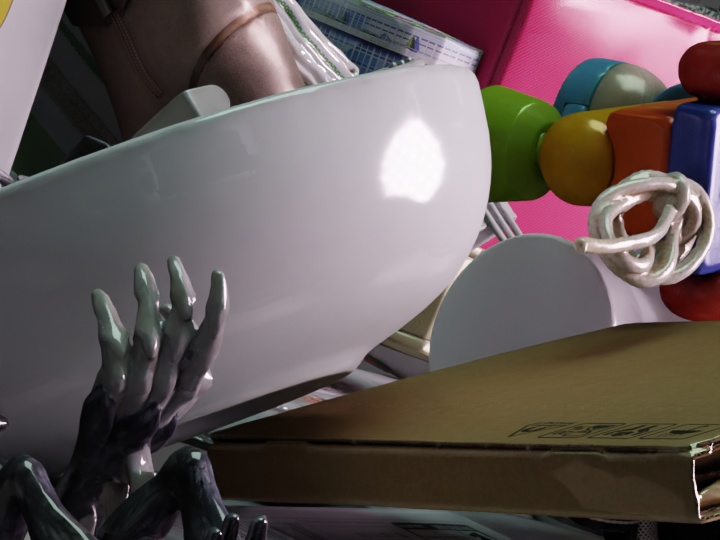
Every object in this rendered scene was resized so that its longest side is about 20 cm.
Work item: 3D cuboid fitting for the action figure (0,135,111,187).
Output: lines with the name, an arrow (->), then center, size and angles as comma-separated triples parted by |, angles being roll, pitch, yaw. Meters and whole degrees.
action figure -> -0.083, -0.006, 1.159 | 0.130, 0.069, 0.200 | 12, -2, 26

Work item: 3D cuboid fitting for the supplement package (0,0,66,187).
supplement package -> -0.212, -0.130, 1.207 | 0.152, 0.200, 0.151 | 16, 7, -27

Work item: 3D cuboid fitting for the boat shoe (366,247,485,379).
boat shoe -> 0.066, 0.033, 1.235 | 0.200, 0.075, 0.068 | 32, -7, 3

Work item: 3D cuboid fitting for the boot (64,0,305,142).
boot -> -0.085, -0.081, 1.254 | 0.146, 0.070, 0.200 | 54, -32, -5

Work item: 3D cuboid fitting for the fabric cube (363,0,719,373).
fabric cube -> 0.092, -0.043, 1.427 | 0.200, 0.199, 0.196 | 17, 8, -24

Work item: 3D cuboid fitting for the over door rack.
over door rack -> 0.000, 0.000, 1.094 | 0.148, 0.067, 0.200 | 57, 26, 8

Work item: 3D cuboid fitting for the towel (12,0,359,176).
towel -> -0.109, -0.101, 1.318 | 0.200, 0.031, 0.149 | -20, -65, 44

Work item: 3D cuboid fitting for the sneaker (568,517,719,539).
sneaker -> 0.152, 0.092, 0.821 | 0.200, 0.076, 0.114 | 16, 5, 16

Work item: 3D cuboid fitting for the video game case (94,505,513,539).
video game case -> 0.052, 0.107, 0.793 | 0.182, 0.023, 0.200 | 23, 6, 27

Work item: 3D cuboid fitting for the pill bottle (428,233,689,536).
pill bottle -> 0.111, 0.047, 1.039 | 0.104, 0.104, 0.200 | 25, 1, 40

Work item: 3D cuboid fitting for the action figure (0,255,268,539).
action figure -> -0.078, 0.034, 0.648 | 0.200, 0.102, 0.119 | 28, 11, 36

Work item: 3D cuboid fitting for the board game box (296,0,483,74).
board game box -> -0.038, -0.085, 1.375 | 0.062, 0.200, 0.200 | 16, 6, -37

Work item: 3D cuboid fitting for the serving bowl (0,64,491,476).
serving bowl -> -0.053, 0.011, 0.797 | 0.200, 0.066, 0.200 | -19, -6, -2

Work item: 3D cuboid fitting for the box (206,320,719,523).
box -> 0.080, 0.036, 0.792 | 0.163, 0.021, 0.200 | -13, 6, -36

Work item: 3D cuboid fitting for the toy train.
toy train -> 0.076, -0.033, 0.924 | 0.116, 0.085, 0.200 | 12, 14, 36
